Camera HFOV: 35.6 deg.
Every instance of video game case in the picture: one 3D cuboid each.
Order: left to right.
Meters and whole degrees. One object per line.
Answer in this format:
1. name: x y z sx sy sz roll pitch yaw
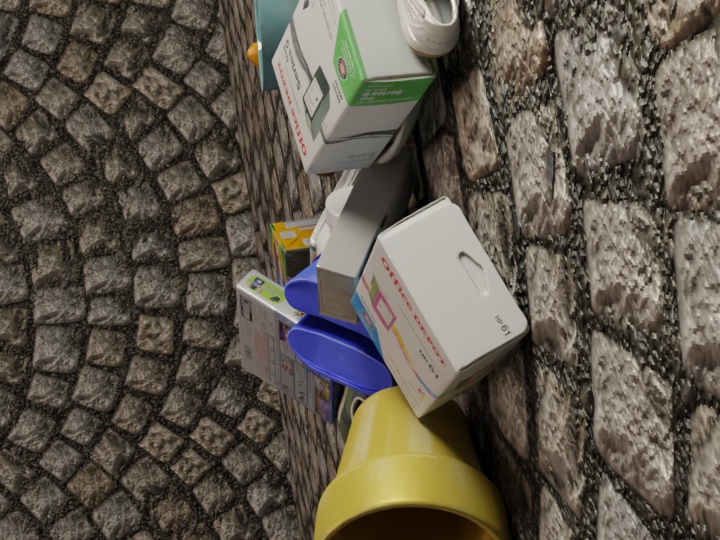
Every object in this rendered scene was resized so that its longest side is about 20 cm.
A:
1. video game case: -0.100 0.116 1.668 0.180 0.045 0.201 31 145 21

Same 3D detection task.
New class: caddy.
1. caddy: 0.003 0.055 1.316 0.198 0.105 0.143 21 128 32

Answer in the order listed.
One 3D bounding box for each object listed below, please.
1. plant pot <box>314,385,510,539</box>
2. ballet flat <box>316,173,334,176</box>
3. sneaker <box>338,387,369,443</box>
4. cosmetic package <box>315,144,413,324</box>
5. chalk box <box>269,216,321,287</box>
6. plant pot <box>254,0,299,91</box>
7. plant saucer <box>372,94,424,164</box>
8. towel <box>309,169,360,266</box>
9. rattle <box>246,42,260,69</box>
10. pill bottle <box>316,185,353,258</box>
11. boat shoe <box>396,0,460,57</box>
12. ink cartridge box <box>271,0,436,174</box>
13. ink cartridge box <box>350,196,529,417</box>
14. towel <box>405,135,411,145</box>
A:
1. plant pot: 0.054 0.231 1.169 0.190 0.197 0.203 -87 -2 -50
2. ballet flat: -0.057 -0.240 1.654 0.072 0.067 0.203 -16 -86 -56
3. sneaker: 0.007 0.220 1.631 0.090 0.066 0.202 -103 13 -48
4. cosmetic package: 0.008 -0.046 1.238 0.083 0.050 0.201 91 -162 -52
5. chalk box: -0.065 0.031 1.754 0.124 0.123 0.203 -121 26 -63
6. plant pot: -0.065 -0.332 1.403 0.200 0.133 0.203 175 90 -85
7. plant saucer: 0.027 -0.219 1.209 0.200 0.050 0.203 170 90 -67
8. towel: -0.031 -0.047 1.543 0.201 0.024 0.148 92 -158 -63
9. rattle: -0.066 -0.235 1.524 0.130 0.141 0.203 -43 49 55
10. pill bottle: 0.000 0.000 1.421 0.112 0.110 0.202 -115 20 -55
11. boat shoe: 0.053 -0.301 1.026 0.069 0.070 0.203 128 124 -74
12. ink cartridge box: -0.013 -0.206 1.137 0.200 0.083 0.148 130 126 -61
13. ink cartridge box: 0.069 0.041 1.069 0.146 0.084 0.200 59 163 13
14. towel: 0.017 -0.212 1.365 0.200 0.029 0.149 166 96 -78
